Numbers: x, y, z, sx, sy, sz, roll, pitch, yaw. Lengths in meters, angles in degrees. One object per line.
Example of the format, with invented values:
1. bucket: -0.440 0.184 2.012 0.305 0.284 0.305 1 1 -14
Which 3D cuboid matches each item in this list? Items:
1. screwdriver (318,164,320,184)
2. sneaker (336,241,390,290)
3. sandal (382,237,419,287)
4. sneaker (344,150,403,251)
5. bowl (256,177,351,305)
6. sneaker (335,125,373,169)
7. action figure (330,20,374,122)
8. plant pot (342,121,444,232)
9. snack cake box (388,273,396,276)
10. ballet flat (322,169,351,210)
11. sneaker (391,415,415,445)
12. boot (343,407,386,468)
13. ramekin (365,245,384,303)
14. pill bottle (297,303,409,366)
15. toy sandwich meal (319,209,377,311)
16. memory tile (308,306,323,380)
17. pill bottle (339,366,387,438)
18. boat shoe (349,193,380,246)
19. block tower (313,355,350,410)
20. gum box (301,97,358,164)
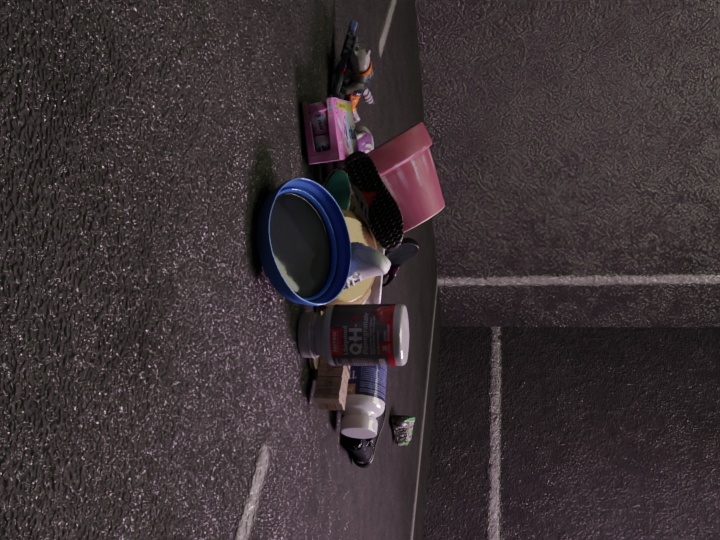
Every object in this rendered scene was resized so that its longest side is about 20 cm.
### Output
1. screwdriver: -0.083 -0.163 1.586 0.029 0.027 0.205 127 -34 -56
2. sneaker: -0.036 0.013 1.383 0.078 0.196 0.101 45 50 -42
3. sandal: 0.057 -0.003 1.842 0.074 0.200 0.049 22 44 -32
4. sneaker: 0.030 -0.138 1.565 0.204 0.069 0.093 64 4 -5
5. bowl: -0.090 -0.044 1.275 0.199 0.039 0.206 20 65 -49
6. sneaker: -0.016 -0.297 1.809 0.203 0.071 0.116 -79 161 -47
7. action figure: -0.004 -0.446 1.777 0.194 0.102 0.205 108 -5 -75
8. plant pot: 0.085 -0.185 1.685 0.182 0.197 0.200 61 16 -7
9. snack cake box: 0.019 -0.072 1.862 0.202 0.112 0.069 76 17 -52
10. ballet flat: -0.060 -0.101 1.616 0.064 0.074 0.206 170 -74 -69
11. sneaker: 0.141 0.517 2.566 0.201 0.076 0.087 67 26 -65
12. boot: 0.011 0.352 1.893 0.169 0.074 0.204 78 21 -59
13. ramekin: 0.000 0.000 1.718 0.200 0.095 0.207 -175 -90 -90
14. pill bottle: -0.012 0.118 1.462 0.111 0.194 0.114 -1 90 -79
15. toy sandwich meal: -0.046 -0.016 1.540 0.201 0.069 0.212 -2 93 -37
16. memory tile: -0.073 0.170 1.622 0.202 0.016 0.156 75 18 -51
17. pill bottle: 0.003 0.261 1.766 0.112 0.108 0.205 69 23 -61
18. boat shoe: 0.014 -0.106 1.640 0.067 0.199 0.073 24 98 -52
19. block tower: -0.049 0.181 1.563 0.059 0.052 0.203 76 17 -46
20. gum box: -0.058 -0.273 1.563 0.200 0.064 0.117 -41 124 -76
